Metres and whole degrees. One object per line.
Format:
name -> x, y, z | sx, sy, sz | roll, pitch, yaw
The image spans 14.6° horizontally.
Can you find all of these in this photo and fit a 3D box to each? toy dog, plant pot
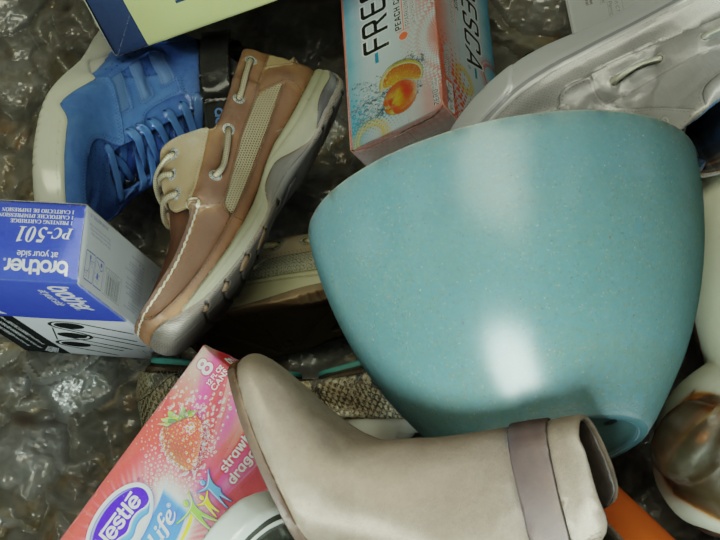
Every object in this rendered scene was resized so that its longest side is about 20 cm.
toy dog -> 0.212, 0.040, 1.444 | 0.193, 0.140, 0.201 | 10, 68, 16
plant pot -> 0.084, 0.025, 1.383 | 0.199, 0.200, 0.136 | -13, 69, 4

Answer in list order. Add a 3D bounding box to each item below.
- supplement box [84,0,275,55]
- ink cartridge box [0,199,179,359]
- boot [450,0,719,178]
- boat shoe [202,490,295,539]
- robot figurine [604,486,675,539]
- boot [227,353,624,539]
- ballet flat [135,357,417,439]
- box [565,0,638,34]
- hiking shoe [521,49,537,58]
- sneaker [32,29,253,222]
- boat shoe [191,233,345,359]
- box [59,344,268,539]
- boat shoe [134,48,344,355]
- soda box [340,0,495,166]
supplement box -> -0.084, -0.259, 1.534 | 0.199, 0.201, 0.135 | -18, 40, 11
ink cartridge box -> -0.163, 0.007, 1.492 | 0.093, 0.200, 0.045 | 3, 77, 12
boot -> 0.139, -0.078, 1.462 | 0.199, 0.074, 0.096 | -34, 45, 9
boat shoe -> -0.019, 0.174, 1.379 | 0.071, 0.200, 0.064 | -46, 55, -9
robot figurine -> 0.098, 0.184, 1.401 | 0.144, 0.117, 0.200 | -42, 65, -11
boot -> 0.044, 0.103, 1.314 | 0.146, 0.070, 0.201 | -26, 101, 22
ballet flat -> -0.026, 0.079, 1.517 | 0.199, 0.068, 0.076 | -4, 84, 15
box -> 0.206, -0.193, 1.552 | 0.199, 0.124, 0.098 | -10, 105, 6
hiking shoe -> 0.136, -0.098, 1.561 | 0.199, 0.076, 0.101 | -32, 65, -5
sneaker -> -0.111, -0.078, 1.564 | 0.110, 0.077, 0.200 | 3, 28, 10
boat shoe -> 0.000, 0.000, 1.542 | 0.199, 0.072, 0.065 | -11, 52, 12
box -> -0.087, 0.152, 1.436 | 0.102, 0.095, 0.200 | 39, 94, 26
boat shoe -> -0.078, -0.039, 1.504 | 0.071, 0.076, 0.201 | 28, 54, 1
soda box -> 0.032, -0.136, 1.576 | 0.063, 0.068, 0.201 | -24, 47, 25
